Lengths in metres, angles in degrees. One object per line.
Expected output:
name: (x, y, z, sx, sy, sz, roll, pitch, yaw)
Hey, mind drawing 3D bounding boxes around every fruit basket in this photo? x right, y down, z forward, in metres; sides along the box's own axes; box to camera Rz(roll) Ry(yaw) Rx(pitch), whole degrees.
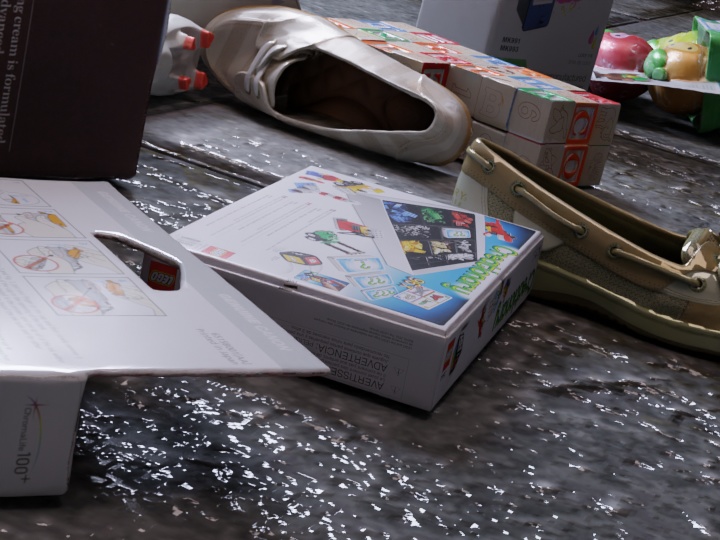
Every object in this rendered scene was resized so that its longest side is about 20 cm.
fruit basket: (0.265, -0.186, 1.460, 0.198, 0.095, 0.185, 11, 16, 3)

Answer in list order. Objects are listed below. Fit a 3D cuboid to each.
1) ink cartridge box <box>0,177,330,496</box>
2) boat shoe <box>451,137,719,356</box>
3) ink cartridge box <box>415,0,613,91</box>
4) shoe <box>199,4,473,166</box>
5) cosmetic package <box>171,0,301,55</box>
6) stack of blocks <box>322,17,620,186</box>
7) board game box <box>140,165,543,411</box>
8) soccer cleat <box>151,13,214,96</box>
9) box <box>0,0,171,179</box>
ink cartridge box: (-0.132, 0.013, 0.547, 0.172, 0.044, 0.200, 4, 19, -33)
boat shoe: (0.140, -0.009, 0.808, 0.199, 0.064, 0.073, 18, 17, 15)
ink cartridge box: (0.130, -0.231, 1.298, 0.144, 0.202, 0.087, -3, 23, -46)
shoe: (-0.023, -0.122, 1.039, 0.198, 0.071, 0.053, 23, 10, 21)
cosmetic package: (-0.102, -0.216, 1.179, 0.102, 0.088, 0.200, -18, 15, -1)
stack of blocks: (0.060, -0.115, 1.106, 0.199, 0.059, 0.115, 26, 20, 36)
board game box: (0.000, 0.000, 0.712, 0.125, 0.035, 0.200, 17, 16, 13)
soccer cleat: (-0.157, -0.133, 0.987, 0.077, 0.070, 0.200, 13, 8, 16)
box: (-0.216, -0.146, 0.786, 0.199, 0.168, 0.164, -1, 21, -43)
